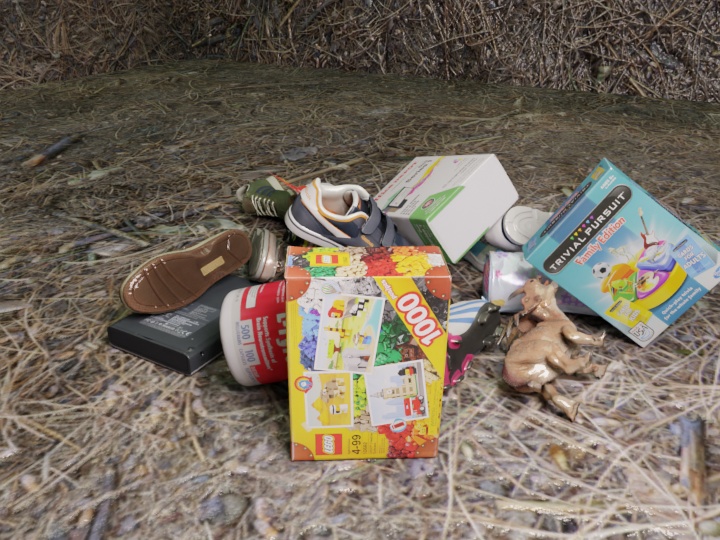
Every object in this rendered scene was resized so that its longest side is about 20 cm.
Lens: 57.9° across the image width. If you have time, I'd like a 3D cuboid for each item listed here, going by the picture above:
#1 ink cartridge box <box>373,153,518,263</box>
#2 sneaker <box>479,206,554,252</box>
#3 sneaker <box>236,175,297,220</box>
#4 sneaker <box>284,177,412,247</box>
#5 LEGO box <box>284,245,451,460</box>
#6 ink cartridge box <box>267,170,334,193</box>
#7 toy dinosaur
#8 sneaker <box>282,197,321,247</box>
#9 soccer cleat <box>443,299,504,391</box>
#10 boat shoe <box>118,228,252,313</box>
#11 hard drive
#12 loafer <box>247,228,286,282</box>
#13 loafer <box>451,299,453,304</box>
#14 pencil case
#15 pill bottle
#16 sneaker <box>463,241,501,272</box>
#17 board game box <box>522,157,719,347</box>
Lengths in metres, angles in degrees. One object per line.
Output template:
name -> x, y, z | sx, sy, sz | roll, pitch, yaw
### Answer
ink cartridge box -> 0.110, -0.097, 0.972 | 0.145, 0.084, 0.200 | -44, 25, -15
sneaker -> 0.275, -0.044, 0.975 | 0.199, 0.077, 0.080 | 17, -23, -22
sneaker -> -0.178, -0.124, 1.234 | 0.090, 0.067, 0.200 | -17, 29, -18
sneaker -> 0.004, -0.058, 0.876 | 0.199, 0.079, 0.079 | 20, 37, -24
LEGO box -> 0.004, 0.080, 0.634 | 0.148, 0.201, 0.077 | -1, 25, -3
ink cartridge box -> -0.045, -0.124, 1.132 | 0.200, 0.050, 0.161 | 30, 4, -39
toy dinosaur -> 0.204, 0.094, 0.754 | 0.135, 0.086, 0.200 | 17, 34, 32
sneaker -> -0.068, -0.057, 0.984 | 0.081, 0.074, 0.200 | 17, 15, -15
soccer cleat -> 0.097, 0.091, 0.788 | 0.086, 0.070, 0.200 | -1, 17, 41
boat shoe -> -0.241, 0.005, 0.882 | 0.075, 0.075, 0.202 | -8, 14, 45
hard drive -> -0.210, 0.060, 0.868 | 0.139, 0.033, 0.200 | 14, 28, 26
loafer -> -0.133, -0.023, 0.984 | 0.063, 0.072, 0.200 | 19, 7, -16
loafer -> 0.032, 0.023, 0.857 | 0.199, 0.072, 0.073 | 6, -21, -35
pencil case -> 0.269, 0.021, 0.910 | 0.199, 0.091, 0.083 | 4, -9, 4
pill bottle -> -0.047, 0.060, 0.734 | 0.199, 0.113, 0.112 | -11, 24, 7
sneaker -> 0.209, -0.074, 1.053 | 0.079, 0.131, 0.200 | -15, 31, -31
board game box -> 0.330, -0.018, 0.812 | 0.200, 0.151, 0.047 | 35, 26, -8
